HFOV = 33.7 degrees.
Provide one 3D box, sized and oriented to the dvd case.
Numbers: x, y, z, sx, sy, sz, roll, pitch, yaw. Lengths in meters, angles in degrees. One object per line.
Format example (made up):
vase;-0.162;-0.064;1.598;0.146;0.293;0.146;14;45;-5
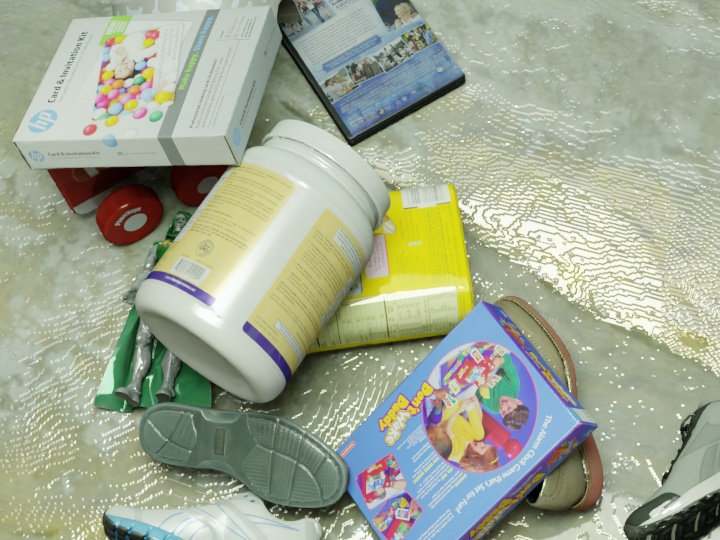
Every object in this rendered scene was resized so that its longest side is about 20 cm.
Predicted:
dvd case;0.001;-0.240;1.261;0.141;0.018;0.201;-29;65;-7

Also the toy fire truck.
toy fire truck;-0.215;-0.131;1.150;0.198;0.168;0.113;-29;64;-8

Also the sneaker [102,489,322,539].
sneaker;-0.124;0.227;1.030;0.197;0.075;0.087;13;53;10

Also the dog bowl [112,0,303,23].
dog bowl;-0.158;-0.259;1.195;0.197;0.200;0.060;-10;105;2

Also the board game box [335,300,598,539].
board game box;0.081;0.146;0.996;0.200;0.045;0.135;-46;61;16

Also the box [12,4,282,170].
box;-0.180;-0.157;1.023;0.197;0.041;0.157;0;52;19

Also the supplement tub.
supplement tub;-0.077;-0.009;0.990;0.144;0.146;0.201;28;70;19

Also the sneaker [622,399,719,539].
sneaker;0.293;0.162;1.009;0.199;0.074;0.079;-36;56;-17

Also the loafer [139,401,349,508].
loafer;-0.096;0.154;1.047;0.197;0.063;0.073;14;93;17

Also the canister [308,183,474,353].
canister;0.000;0.000;1.108;0.197;0.087;0.151;-7;64;1

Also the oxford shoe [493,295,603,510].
oxford shoe;0.145;0.110;1.030;0.074;0.071;0.202;2;55;-37

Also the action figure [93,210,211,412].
action figure;-0.185;0.032;1.134;0.116;0.055;0.203;1;60;10
